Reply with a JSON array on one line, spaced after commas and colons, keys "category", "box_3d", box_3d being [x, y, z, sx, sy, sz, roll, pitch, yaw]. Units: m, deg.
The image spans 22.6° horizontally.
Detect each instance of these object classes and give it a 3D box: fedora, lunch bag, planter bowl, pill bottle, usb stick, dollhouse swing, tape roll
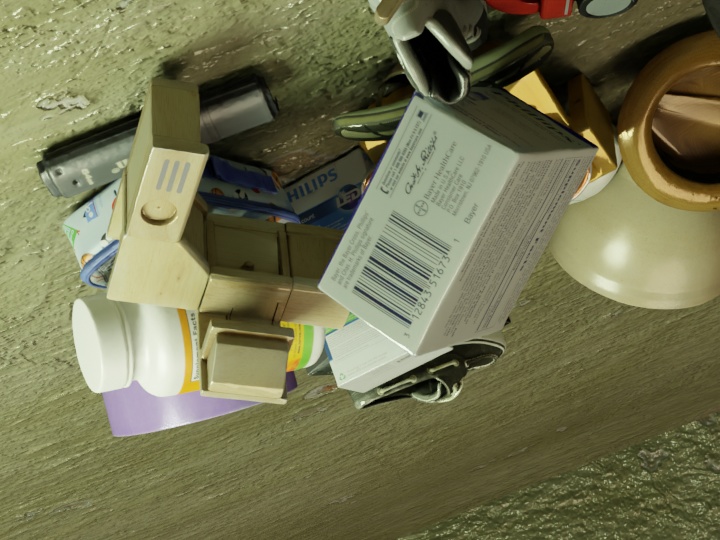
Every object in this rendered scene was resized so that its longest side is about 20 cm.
[{"category": "fedora", "box_3d": [0.331, -0.153, 1.732, 0.200, 0.082, 0.201, -7, 118, -13]}, {"category": "lunch bag", "box_3d": [-0.156, -0.041, 1.595, 0.160, 0.076, 0.200, -32, 160, 26]}, {"category": "planter bowl", "box_3d": [0.303, -0.075, 1.848, 0.200, 0.200, 0.135, -11, 133, -26]}, {"category": "pill bottle", "box_3d": [-0.141, 0.046, 1.551, 0.199, 0.111, 0.111, -11, 159, -23]}, {"category": "usb stick", "box_3d": [-0.163, -0.109, 1.458, 0.199, 0.033, 0.055, -20, 159, 1]}, {"category": "dollhouse swing", "box_3d": [0.108, -0.138, 1.667, 0.200, 0.176, 0.182, -27, -158, 17]}, {"category": "tape roll", "box_3d": [-0.171, 0.106, 1.870, 0.199, 0.085, 0.200, -14, -177, 1]}]

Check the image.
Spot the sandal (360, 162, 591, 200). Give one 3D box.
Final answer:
[{"category": "sandal", "box_3d": [0.104, -0.065, 1.591, 0.206, 0.059, 0.079, -6, 127, 2]}]

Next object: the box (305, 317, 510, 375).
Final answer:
[{"category": "box", "box_3d": [0.028, 0.015, 1.828, 0.200, 0.149, 0.124, 2, 152, -48]}]

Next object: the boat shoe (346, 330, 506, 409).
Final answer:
[{"category": "boat shoe", "box_3d": [0.066, 0.101, 1.772, 0.199, 0.064, 0.071, -8, 155, -34]}]

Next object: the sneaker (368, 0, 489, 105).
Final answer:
[{"category": "sneaker", "box_3d": [0.060, -0.171, 1.387, 0.075, 0.116, 0.200, -29, 160, 19]}]

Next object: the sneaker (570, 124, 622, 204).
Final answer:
[{"category": "sneaker", "box_3d": [0.174, -0.085, 1.793, 0.200, 0.071, 0.080, -30, 174, 34]}]

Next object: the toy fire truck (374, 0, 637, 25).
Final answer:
[{"category": "toy fire truck", "box_3d": [0.102, -0.232, 1.285, 0.199, 0.129, 0.176, -8, 162, -1]}]

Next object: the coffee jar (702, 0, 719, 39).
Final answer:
[{"category": "coffee jar", "box_3d": [0.390, -0.229, 1.601, 0.200, 0.105, 0.085, 1, 149, -47]}]

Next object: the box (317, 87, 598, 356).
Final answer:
[{"category": "box", "box_3d": [0.082, -0.045, 1.459, 0.184, 0.105, 0.200, -63, 160, 16]}]

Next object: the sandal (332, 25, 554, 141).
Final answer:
[{"category": "sandal", "box_3d": [0.066, -0.163, 1.519, 0.200, 0.057, 0.080, -26, 172, -4]}]

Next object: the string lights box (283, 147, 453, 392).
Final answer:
[{"category": "string lights box", "box_3d": [0.000, 0.000, 1.673, 0.103, 0.201, 0.059, -26, 160, 19]}]

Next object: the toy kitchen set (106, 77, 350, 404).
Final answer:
[{"category": "toy kitchen set", "box_3d": [-0.086, -0.017, 1.415, 0.199, 0.164, 0.181, 8, 136, -16]}]
